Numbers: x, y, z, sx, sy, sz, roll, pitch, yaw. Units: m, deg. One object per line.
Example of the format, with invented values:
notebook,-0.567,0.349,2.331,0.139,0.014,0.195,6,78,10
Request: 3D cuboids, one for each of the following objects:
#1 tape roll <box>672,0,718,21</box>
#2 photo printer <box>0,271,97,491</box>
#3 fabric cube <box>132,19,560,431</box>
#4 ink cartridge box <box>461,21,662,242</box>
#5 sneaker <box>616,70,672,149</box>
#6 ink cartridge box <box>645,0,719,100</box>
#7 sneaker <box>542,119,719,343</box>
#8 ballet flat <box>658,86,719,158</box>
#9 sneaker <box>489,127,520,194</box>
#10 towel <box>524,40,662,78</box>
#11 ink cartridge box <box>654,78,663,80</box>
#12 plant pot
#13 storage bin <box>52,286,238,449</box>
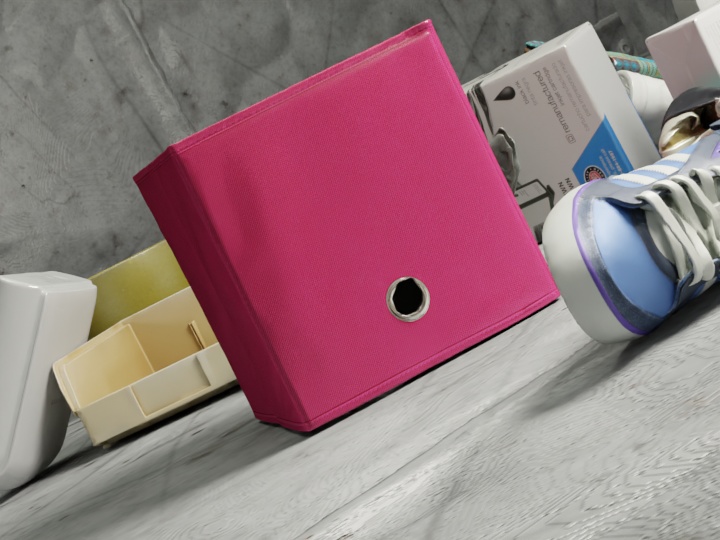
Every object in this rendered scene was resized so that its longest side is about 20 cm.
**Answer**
tape roll,0.456,-0.329,1.891,0.203,0.203,0.139,-27,5,3
photo printer,-0.311,0.103,1.564,0.069,0.200,0.166,14,3,8
fabric cube,-0.015,-0.027,1.151,0.196,0.199,0.200,-27,4,-13
ink cartridge box,0.134,-0.098,1.446,0.200,0.146,0.084,-25,10,30
sneaker,0.243,-0.121,1.543,0.116,0.074,0.200,5,-14,-22
ink cartridge box,0.340,-0.179,1.363,0.200,0.115,0.068,-28,5,-27
sneaker,0.186,-0.037,0.844,0.146,0.081,0.200,-29,-3,29
ballet flat,0.261,-0.101,1.250,0.073,0.073,0.200,-28,7,-19
sneaker,0.050,-0.025,1.363,0.200,0.104,0.060,-26,5,16
towel,0.271,-0.190,1.570,0.200,0.022,0.147,3,10,-30
ink cartridge box,0.238,-0.160,1.669,0.173,0.044,0.200,6,-2,-12
plant pot,-0.256,0.054,2.020,0.200,0.142,0.200,-27,5,3
storage bin,-0.154,0.067,1.573,0.200,0.094,0.199,-25,4,15
